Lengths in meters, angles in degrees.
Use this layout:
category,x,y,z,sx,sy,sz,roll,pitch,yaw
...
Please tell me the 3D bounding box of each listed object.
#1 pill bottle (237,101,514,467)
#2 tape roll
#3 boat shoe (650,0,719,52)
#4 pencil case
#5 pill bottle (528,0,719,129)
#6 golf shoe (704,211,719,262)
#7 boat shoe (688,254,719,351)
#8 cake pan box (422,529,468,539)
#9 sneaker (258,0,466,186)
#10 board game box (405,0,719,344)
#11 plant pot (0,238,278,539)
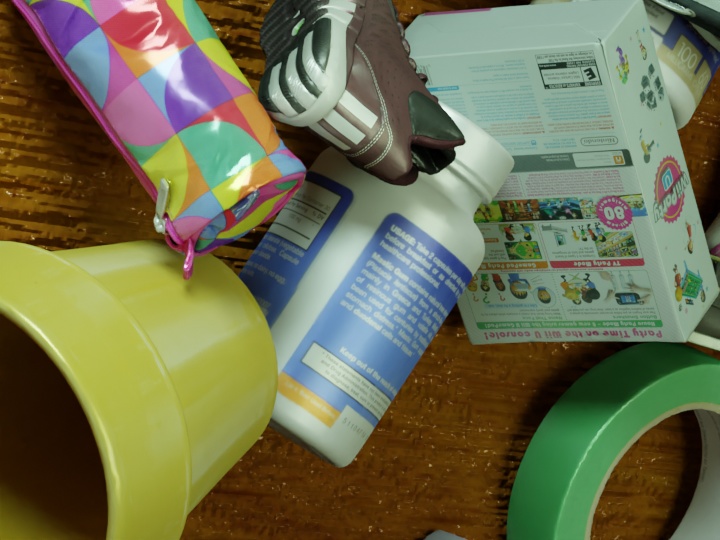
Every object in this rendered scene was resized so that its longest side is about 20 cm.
category,x,y,z,sx,sy,sz,roll,pitch,yaw
pill bottle,0.000,0.000,1.665,0.112,0.112,0.200,39,82,-40
tape roll,0.185,0.147,1.903,0.200,0.048,0.201,-17,118,-34
boat shoe,0.184,-0.184,1.700,0.200,0.060,0.076,27,76,-3
pencil case,-0.108,-0.100,1.521,0.088,0.088,0.200,-27,80,-34
pill bottle,0.190,-0.196,1.796,0.120,0.120,0.200,40,74,-40
golf shoe,0.277,-0.096,1.942,0.091,0.075,0.200,38,86,-2
boat shoe,0.210,0.016,1.896,0.201,0.072,0.061,11,97,-40
cake pan box,0.005,0.279,1.793,0.200,0.052,0.184,-23,113,-36
sneaker,0.006,-0.105,1.616,0.115,0.200,0.076,41,117,-17
board game box,0.113,-0.055,1.739,0.064,0.147,0.200,-50,131,-48
plant pot,-0.147,0.069,1.525,0.189,0.201,0.201,-28,119,-51
